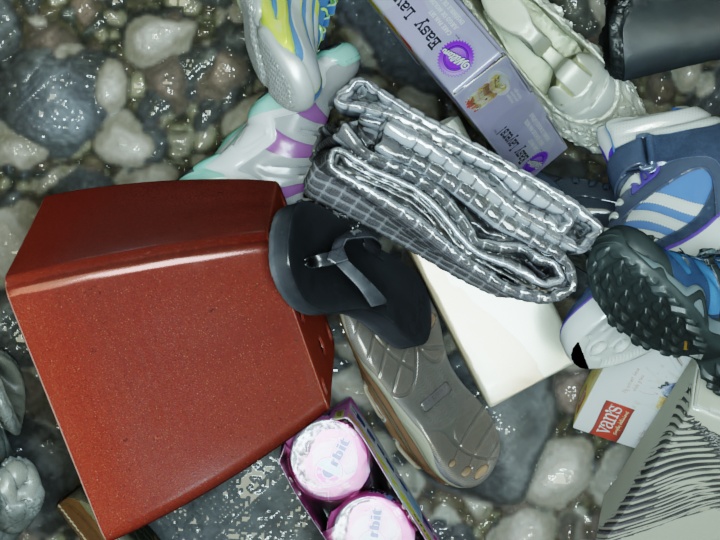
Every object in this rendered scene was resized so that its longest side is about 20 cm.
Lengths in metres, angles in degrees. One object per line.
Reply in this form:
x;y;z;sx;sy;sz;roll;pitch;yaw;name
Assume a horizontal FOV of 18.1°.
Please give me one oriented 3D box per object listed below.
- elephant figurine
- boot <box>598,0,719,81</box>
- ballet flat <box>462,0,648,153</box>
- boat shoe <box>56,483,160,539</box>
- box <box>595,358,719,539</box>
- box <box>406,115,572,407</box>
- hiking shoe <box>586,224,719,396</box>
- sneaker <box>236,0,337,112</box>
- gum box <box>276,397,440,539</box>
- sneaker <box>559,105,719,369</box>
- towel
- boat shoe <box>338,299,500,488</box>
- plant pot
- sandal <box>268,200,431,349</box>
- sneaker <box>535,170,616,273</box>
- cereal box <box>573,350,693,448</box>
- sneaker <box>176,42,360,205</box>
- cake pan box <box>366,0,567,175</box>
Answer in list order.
-0.302;0.102;1.663;0.140;0.155;0.202;1;64;-33;elephant figurine
0.262;-0.156;1.653;0.167;0.076;0.202;-12;77;-6;boot
0.135;-0.160;1.675;0.200;0.072;0.072;44;92;-3;ballet flat
-0.163;0.251;1.692;0.074;0.076;0.200;-40;92;5;boat shoe
0.241;0.145;1.631;0.082;0.069;0.201;20;137;-2;box
0.081;-0.008;1.669;0.077;0.095;0.201;-27;91;0;box
0.224;0.015;1.504;0.200;0.074;0.087;36;60;-34;hiking shoe
-0.041;-0.204;1.633;0.104;0.076;0.201;-16;56;-12;sneaker
0.012;0.190;1.668;0.066;0.114;0.201;-32;92;2;gum box
0.192;-0.034;1.592;0.199;0.081;0.147;-36;54;-6;sneaker
0.055;-0.048;1.538;0.199;0.166;0.086;30;90;-4;towel
0.027;0.075;1.678;0.075;0.072;0.201;-31;99;-28;boat shoe
-0.120;0.040;1.590;0.175;0.200;0.201;-17;108;6;plant pot
0.000;-0.001;1.557;0.043;0.200;0.077;-14;70;29;sandal
0.209;-0.061;1.679;0.202;0.077;0.147;34;84;6;sneaker
0.269;0.096;1.657;0.198;0.144;0.040;17;53;-1;cereal box
-0.043;-0.061;1.680;0.200;0.078;0.140;-43;94;11;sneaker
0.056;-0.165;1.587;0.052;0.200;0.185;-38;67;5;cake pan box
